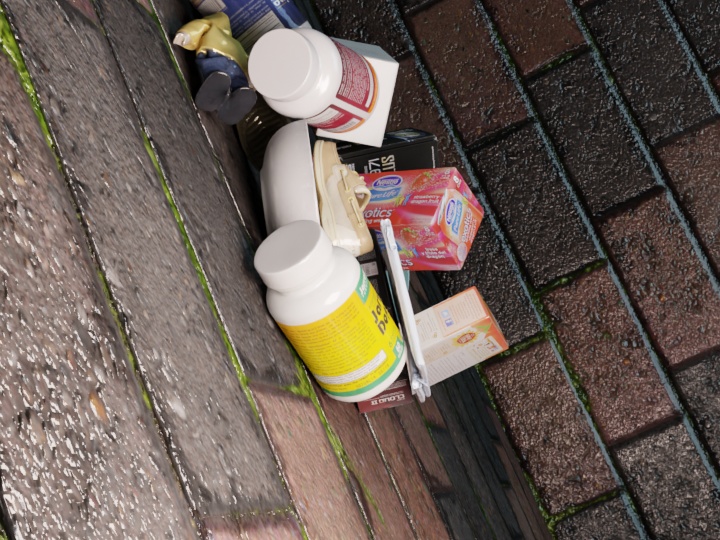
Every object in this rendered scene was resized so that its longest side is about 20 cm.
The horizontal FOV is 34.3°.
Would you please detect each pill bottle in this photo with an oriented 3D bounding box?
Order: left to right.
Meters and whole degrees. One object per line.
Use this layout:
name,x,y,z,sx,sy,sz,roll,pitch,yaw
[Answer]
pill bottle,-0.137,-0.336,1.609,0.200,0.111,0.111,51,10,-11
pill bottle,-0.060,-0.242,1.478,0.113,0.113,0.200,66,18,12
pill bottle,-0.036,0.044,1.298,0.200,0.113,0.113,59,9,-34

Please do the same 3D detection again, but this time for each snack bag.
snack bag,0.053,0.054,1.414,0.200,0.021,0.189,73,4,-74

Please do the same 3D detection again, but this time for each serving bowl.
serving bowl,-0.087,-0.084,1.445,0.200,0.066,0.201,173,-90,-88

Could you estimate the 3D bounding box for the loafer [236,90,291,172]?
loafer,-0.136,-0.207,1.568,0.200,0.076,0.067,64,7,9

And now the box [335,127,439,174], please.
box,0.033,-0.099,1.754,0.086,0.163,0.201,30,-50,60

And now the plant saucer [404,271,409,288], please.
plant saucer,0.000,0.000,1.658,0.200,0.027,0.201,4,85,-50

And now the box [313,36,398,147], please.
box,-0.015,-0.268,1.728,0.200,0.097,0.125,-111,-148,-72

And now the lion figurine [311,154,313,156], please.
lion figurine,-0.051,-0.093,1.806,0.123,0.072,0.201,-56,125,-70

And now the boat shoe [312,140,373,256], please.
boat shoe,-0.021,-0.089,1.471,0.074,0.069,0.200,87,-4,-50

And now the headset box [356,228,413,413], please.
headset box,0.011,0.072,1.501,0.149,0.077,0.200,-100,178,-46

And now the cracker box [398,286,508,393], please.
cracker box,0.099,0.110,1.665,0.058,0.200,0.134,67,8,28

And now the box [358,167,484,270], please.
box,0.047,-0.066,1.542,0.096,0.200,0.100,52,51,-38

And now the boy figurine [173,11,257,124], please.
boy figurine,-0.186,-0.271,1.477,0.124,0.064,0.200,27,26,-34
